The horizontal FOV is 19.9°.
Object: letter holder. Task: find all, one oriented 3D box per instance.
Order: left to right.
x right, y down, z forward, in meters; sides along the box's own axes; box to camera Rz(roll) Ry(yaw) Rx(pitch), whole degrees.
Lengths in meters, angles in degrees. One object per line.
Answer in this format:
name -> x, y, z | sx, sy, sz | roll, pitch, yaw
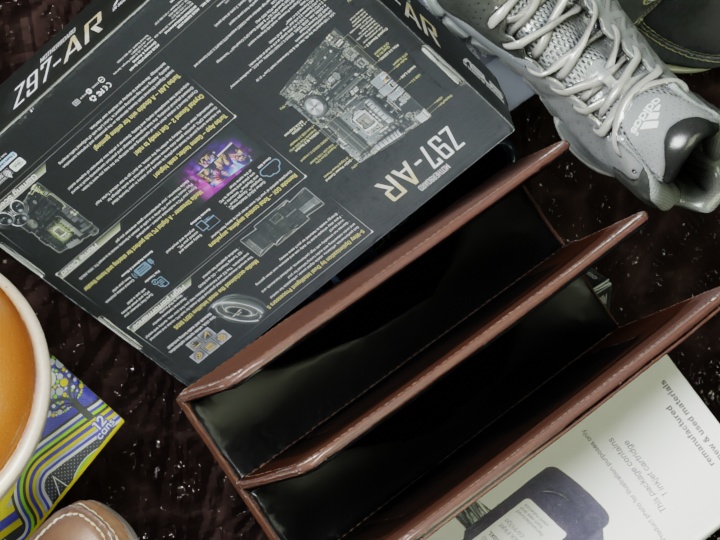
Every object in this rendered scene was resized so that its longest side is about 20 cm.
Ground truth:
letter holder -> 0.043, 0.033, 0.886 | 0.200, 0.142, 0.101 | -35, 93, -22

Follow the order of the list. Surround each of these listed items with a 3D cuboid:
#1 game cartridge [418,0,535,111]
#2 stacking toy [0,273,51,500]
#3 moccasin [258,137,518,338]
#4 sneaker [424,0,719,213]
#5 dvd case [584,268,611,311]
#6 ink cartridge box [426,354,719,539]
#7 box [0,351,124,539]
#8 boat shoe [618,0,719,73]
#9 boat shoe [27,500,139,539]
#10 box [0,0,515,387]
game cartridge -> 0.014, -0.141, 0.914 | 0.133, 0.040, 0.200 | -37, 127, -7
stacking toy -> -0.205, 0.013, 0.771 | 0.146, 0.146, 0.200 | -46, 156, -18
moccasin -> 0.000, 0.000, 0.986 | 0.080, 0.068, 0.200 | 40, 75, -23
sneaker -> 0.105, -0.093, 0.893 | 0.075, 0.116, 0.200 | -46, 127, 4
dvd case -> 0.042, 0.095, 1.021 | 0.200, 0.022, 0.146 | -30, 141, -26
ink cartridge box -> 0.070, 0.135, 0.943 | 0.200, 0.145, 0.084 | -35, 80, -11
box -> -0.198, 0.116, 0.886 | 0.070, 0.064, 0.200 | 47, 74, -29
boat shoe -> 0.135, -0.155, 1.053 | 0.200, 0.068, 0.072 | 28, 81, -34
boat shoe -> -0.157, 0.185, 0.849 | 0.200, 0.076, 0.072 | -61, 152, -2
box -> -0.059, -0.058, 0.893 | 0.200, 0.044, 0.160 | -39, 122, 19
